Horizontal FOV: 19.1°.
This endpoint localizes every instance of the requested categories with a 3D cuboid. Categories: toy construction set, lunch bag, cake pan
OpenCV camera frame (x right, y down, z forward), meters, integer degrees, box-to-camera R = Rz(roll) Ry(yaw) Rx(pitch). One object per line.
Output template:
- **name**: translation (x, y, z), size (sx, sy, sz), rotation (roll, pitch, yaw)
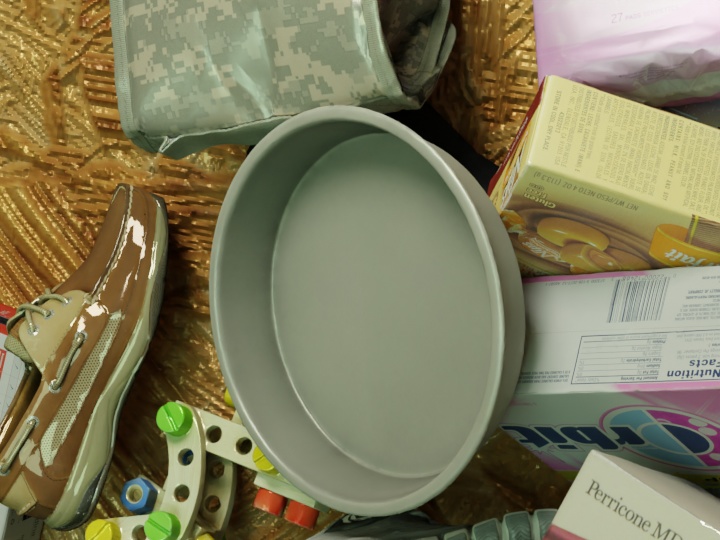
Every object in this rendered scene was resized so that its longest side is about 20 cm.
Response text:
- **toy construction set**: translation (-0.044, 0.133, 1.198), size (0.199, 0.092, 0.132), rotation (21, 82, 11)
- **lunch bag**: translation (-0.041, -0.158, 1.109), size (0.164, 0.118, 0.201), rotation (-7, 72, 25)
- **cake pan**: translation (0.004, 0.019, 1.048), size (0.200, 0.037, 0.201), rotation (8, 102, 43)

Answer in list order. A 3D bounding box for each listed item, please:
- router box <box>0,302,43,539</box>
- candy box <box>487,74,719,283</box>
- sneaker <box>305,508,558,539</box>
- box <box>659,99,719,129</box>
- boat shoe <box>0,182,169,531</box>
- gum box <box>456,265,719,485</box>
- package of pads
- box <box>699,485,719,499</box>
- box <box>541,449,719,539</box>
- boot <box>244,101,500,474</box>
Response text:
- **router box**: translation (-0.276, 0.106, 1.319), size (0.179, 0.049, 0.201), rotation (21, 107, 19)
- **candy box**: translation (0.164, -0.017, 1.030), size (0.199, 0.115, 0.055), rotation (17, 65, -4)
- **sneaker**: translation (0.058, 0.147, 1.107), size (0.199, 0.116, 0.075), rotation (1, 101, -10)
- **box**: translation (0.209, -0.088, 1.077), size (0.199, 0.040, 0.137), rotation (1, 98, 24)
- **boat shoe**: translation (-0.164, 0.045, 1.213), size (0.074, 0.076, 0.201), rotation (18, 83, -18)
- **gum box**: translation (0.163, 0.053, 1.031), size (0.200, 0.113, 0.066), rotation (-4, 60, 39)
- **package of pads**: translation (0.142, -0.174, 1.040), size (0.120, 0.076, 0.201), rotation (-8, 76, 20)
- **box**: translation (0.213, 0.165, 1.063), size (0.200, 0.048, 0.122), rotation (42, 117, 48)
- **box**: translation (0.129, 0.204, 0.988), size (0.128, 0.109, 0.200), rotation (31, 95, 37)
- **boot**: translation (0.000, 0.000, 1.144), size (0.168, 0.076, 0.200), rotation (36, 87, 13)
